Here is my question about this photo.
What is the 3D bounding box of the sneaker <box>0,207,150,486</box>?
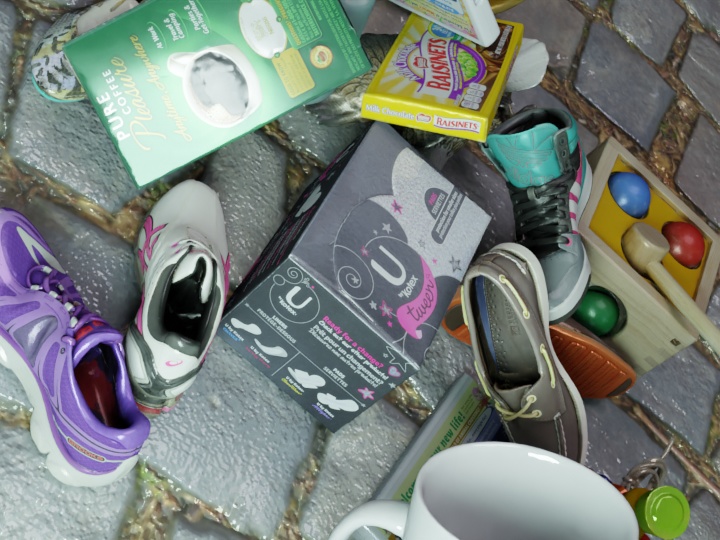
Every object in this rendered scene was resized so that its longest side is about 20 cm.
[{"bbox_3d":[-0.190,0.038,0.902,0.080,0.083,0.200,-19,73,-47],"label":"sneaker"}]

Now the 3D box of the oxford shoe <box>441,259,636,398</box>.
[{"bbox_3d":[0.159,0.047,1.214,0.200,0.071,0.073,30,41,-21],"label":"oxford shoe"}]

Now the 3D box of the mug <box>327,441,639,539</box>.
[{"bbox_3d":[0.068,0.220,0.930,0.199,0.176,0.148,15,24,11],"label":"mug"}]

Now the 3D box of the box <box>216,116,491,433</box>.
[{"bbox_3d":[0.000,0.000,1.073,0.132,0.115,0.200,41,42,-9],"label":"box"}]

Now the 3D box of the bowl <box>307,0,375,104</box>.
[{"bbox_3d":[-0.062,-0.245,1.121,0.200,0.105,0.201,30,39,-28],"label":"bowl"}]

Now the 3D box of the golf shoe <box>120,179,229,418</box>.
[{"bbox_3d":[-0.120,0.006,0.982,0.072,0.092,0.201,26,45,-23],"label":"golf shoe"}]

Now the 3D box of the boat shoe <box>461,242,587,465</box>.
[{"bbox_3d":[0.125,0.082,1.087,0.059,0.072,0.201,-29,108,-52],"label":"boat shoe"}]

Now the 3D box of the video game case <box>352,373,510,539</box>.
[{"bbox_3d":[0.101,0.201,1.082,0.182,0.022,0.200,46,42,-4],"label":"video game case"}]

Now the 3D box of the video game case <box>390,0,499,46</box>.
[{"bbox_3d":[0.017,-0.285,1.158,0.200,0.024,0.182,34,-14,37],"label":"video game case"}]

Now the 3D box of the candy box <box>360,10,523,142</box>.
[{"bbox_3d":[0.072,-0.168,1.159,0.102,0.027,0.200,10,33,9],"label":"candy box"}]

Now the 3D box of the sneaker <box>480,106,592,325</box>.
[{"bbox_3d":[0.147,-0.062,1.152,0.121,0.083,0.201,57,32,-40],"label":"sneaker"}]

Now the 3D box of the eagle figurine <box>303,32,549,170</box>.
[{"bbox_3d":[0.067,-0.140,1.233,0.199,0.151,0.152,9,75,-43],"label":"eagle figurine"}]

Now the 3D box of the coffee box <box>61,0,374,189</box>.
[{"bbox_3d":[-0.106,-0.159,1.031,0.123,0.199,0.044,61,1,-13],"label":"coffee box"}]

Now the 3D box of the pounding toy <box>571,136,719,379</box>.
[{"bbox_3d":[0.254,0.003,1.273,0.184,0.142,0.200,41,42,-9],"label":"pounding toy"}]

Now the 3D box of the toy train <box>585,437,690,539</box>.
[{"bbox_3d":[0.207,0.180,1.044,0.200,0.116,0.085,-42,94,-26],"label":"toy train"}]

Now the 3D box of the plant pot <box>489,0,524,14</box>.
[{"bbox_3d":[0.098,-0.391,1.410,0.200,0.201,0.189,10,38,-36],"label":"plant pot"}]

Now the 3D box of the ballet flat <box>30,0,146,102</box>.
[{"bbox_3d":[-0.181,-0.197,1.098,0.072,0.072,0.200,49,41,-1],"label":"ballet flat"}]
